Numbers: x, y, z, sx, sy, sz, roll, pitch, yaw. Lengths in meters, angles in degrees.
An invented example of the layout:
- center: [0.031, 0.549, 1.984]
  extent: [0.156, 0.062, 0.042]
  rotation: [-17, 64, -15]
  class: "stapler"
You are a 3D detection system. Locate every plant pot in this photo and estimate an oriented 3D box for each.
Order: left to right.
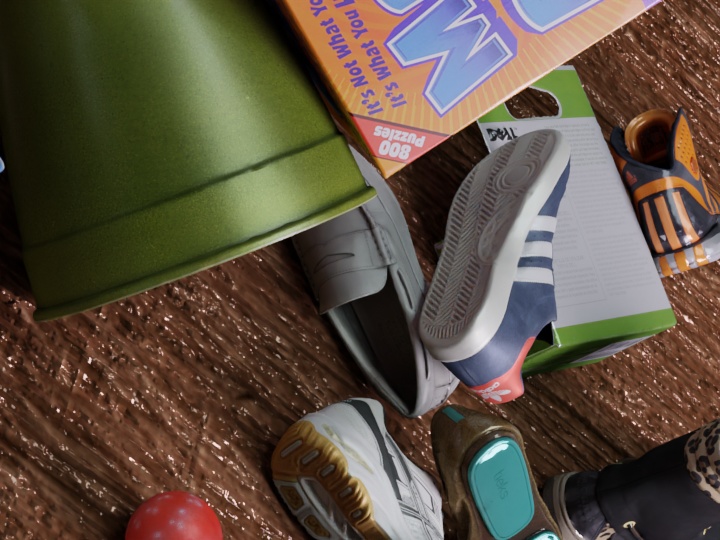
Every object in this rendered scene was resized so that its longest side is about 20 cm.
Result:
- center: [-0.117, -0.097, 1.323]
  extent: [0.200, 0.200, 0.194]
  rotation: [-27, 98, -52]
  class: "plant pot"

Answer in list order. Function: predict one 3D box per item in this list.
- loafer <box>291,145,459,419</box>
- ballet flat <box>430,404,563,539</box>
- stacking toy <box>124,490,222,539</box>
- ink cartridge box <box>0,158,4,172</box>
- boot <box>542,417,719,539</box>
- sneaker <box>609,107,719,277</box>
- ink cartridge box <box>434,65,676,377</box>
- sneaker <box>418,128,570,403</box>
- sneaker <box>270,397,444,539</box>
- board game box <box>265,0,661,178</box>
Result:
- center: [0.000, 0.000, 1.527]
  extent: [0.201, 0.070, 0.070]
  rotation: [58, 30, -8]
  class: "loafer"
- center: [0.082, 0.158, 1.520]
  extent: [0.068, 0.072, 0.201]
  rotation: [-33, 130, -14]
  class: "ballet flat"
- center: [-0.054, 0.202, 1.353]
  extent: [0.200, 0.085, 0.085]
  rotation: [50, 40, -8]
  class: "stacking toy"
- center: [-0.300, -0.038, 1.103]
  extent: [0.146, 0.199, 0.147]
  rotation: [56, 39, -12]
  class: "ink cartridge box"
- center: [0.236, 0.150, 1.646]
  extent: [0.199, 0.150, 0.074]
  rotation: [14, 59, -44]
  class: "boot"
- center: [0.236, -0.067, 1.781]
  extent: [0.200, 0.077, 0.113]
  rotation: [-34, 105, -77]
  class: "sneaker"
- center: [0.119, -0.035, 1.679]
  extent: [0.147, 0.076, 0.201]
  rotation: [-7, 73, -50]
  class: "ink cartridge box"
- center: [0.098, -0.001, 1.557]
  extent: [0.085, 0.075, 0.201]
  rotation: [51, 48, -31]
  class: "sneaker"
- center: [0.031, 0.165, 1.465]
  extent: [0.088, 0.075, 0.201]
  rotation: [-34, 97, -51]
  class: "sneaker"
- center: [0.023, -0.215, 1.350]
  extent: [0.200, 0.199, 0.200]
  rotation: [59, -3, -31]
  class: "board game box"
